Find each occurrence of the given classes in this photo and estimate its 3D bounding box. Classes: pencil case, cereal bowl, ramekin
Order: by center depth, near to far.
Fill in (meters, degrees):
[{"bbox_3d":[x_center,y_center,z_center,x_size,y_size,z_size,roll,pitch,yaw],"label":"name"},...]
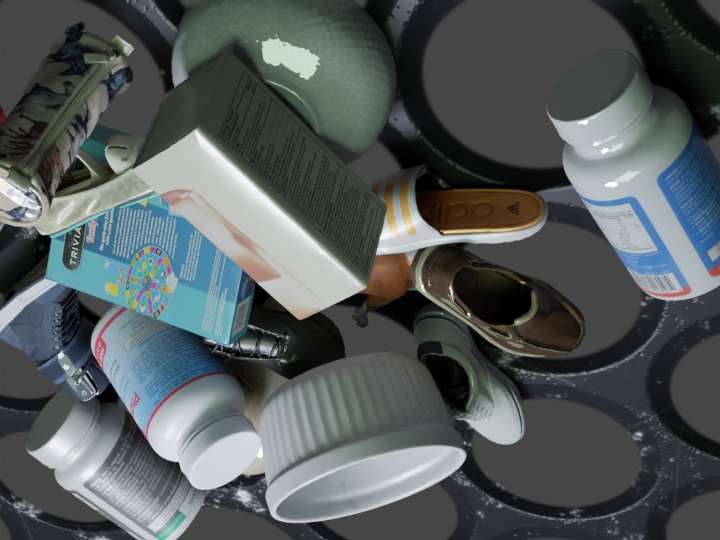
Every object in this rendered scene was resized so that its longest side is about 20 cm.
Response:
[{"bbox_3d":[-0.072,-0.152,1.183,0.197,0.084,0.202,10,138,9],"label":"cereal bowl"},{"bbox_3d":[-0.265,-0.124,1.185,0.077,0.201,0.089,34,138,-13],"label":"pencil case"},{"bbox_3d":[-0.005,0.159,1.341,0.197,0.106,0.201,-15,157,-6],"label":"ramekin"}]

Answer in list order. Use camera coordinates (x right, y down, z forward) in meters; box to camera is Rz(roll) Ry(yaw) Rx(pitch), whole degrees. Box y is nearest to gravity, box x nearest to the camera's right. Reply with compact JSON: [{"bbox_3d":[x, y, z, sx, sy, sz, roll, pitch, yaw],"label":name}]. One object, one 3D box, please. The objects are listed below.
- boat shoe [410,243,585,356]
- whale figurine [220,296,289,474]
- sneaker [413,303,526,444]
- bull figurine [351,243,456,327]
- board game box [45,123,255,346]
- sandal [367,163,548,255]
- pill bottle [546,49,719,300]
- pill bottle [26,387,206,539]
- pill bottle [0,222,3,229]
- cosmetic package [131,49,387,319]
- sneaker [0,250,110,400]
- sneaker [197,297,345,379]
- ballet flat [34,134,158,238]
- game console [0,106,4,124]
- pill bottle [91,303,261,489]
[{"bbox_3d":[0.139,0.036,1.279,0.200,0.076,0.075,21,180,-30],"label":"boat shoe"},{"bbox_3d":[-0.095,0.120,1.475,0.159,0.103,0.202,40,120,25],"label":"whale figurine"},{"bbox_3d":[0.106,0.124,1.422,0.072,0.071,0.200,-17,128,31],"label":"sneaker"},{"bbox_3d":[0.000,0.000,1.322,0.197,0.066,0.122,17,141,-13],"label":"bull figurine"},{"bbox_3d":[-0.189,-0.036,1.297,0.198,0.047,0.153,19,111,14],"label":"board game box"},{"bbox_3d":[0.064,-0.064,1.242,0.203,0.080,0.060,-5,133,10],"label":"sandal"},{"bbox_3d":[0.234,-0.080,1.138,0.111,0.113,0.201,-16,128,31],"label":"pill bottle"},{"bbox_3d":[-0.285,0.228,1.625,0.112,0.114,0.200,-27,122,38],"label":"pill bottle"},{"bbox_3d":[-0.453,-0.047,1.394,0.199,0.112,0.111,-25,124,36],"label":"pill bottle"},{"bbox_3d":[-0.078,-0.066,1.137,0.087,0.104,0.200,-25,122,36],"label":"cosmetic package"},{"bbox_3d":[-0.302,0.056,1.468,0.146,0.077,0.202,44,142,-11],"label":"sneaker"},{"bbox_3d":[-0.107,0.065,1.367,0.198,0.090,0.077,18,104,28],"label":"sneaker"},{"bbox_3d":[-0.223,-0.084,1.228,0.198,0.068,0.063,-21,114,24],"label":"ballet flat"},{"bbox_3d":[-0.423,-0.199,1.258,0.174,0.031,0.202,-1,122,18],"label":"game console"},{"bbox_3d":[-0.185,0.120,1.409,0.108,0.200,0.109,-27,146,-20],"label":"pill bottle"}]
